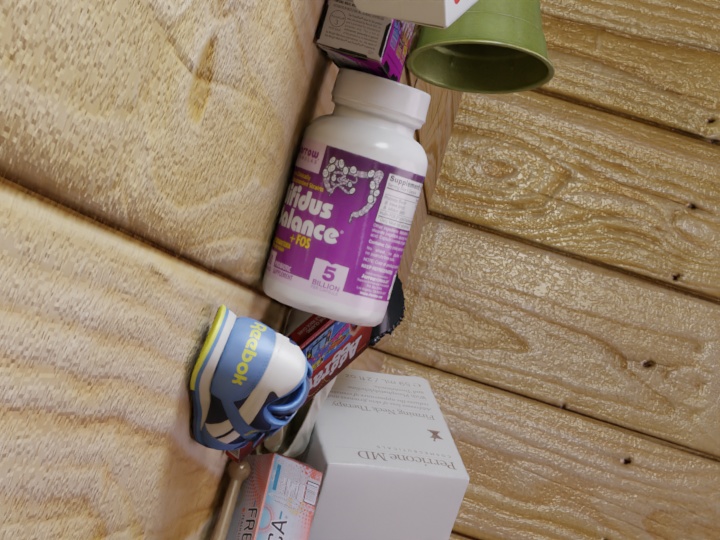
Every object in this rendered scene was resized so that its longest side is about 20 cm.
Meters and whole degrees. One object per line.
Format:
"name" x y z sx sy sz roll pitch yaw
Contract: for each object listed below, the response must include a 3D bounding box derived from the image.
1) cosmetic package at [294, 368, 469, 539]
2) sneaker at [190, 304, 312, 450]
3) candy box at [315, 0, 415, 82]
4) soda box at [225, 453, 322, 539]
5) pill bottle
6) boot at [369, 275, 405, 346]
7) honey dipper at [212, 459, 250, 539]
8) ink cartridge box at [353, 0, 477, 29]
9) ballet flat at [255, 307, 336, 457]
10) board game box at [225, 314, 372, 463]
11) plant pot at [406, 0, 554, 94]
"cosmetic package" 0.002 0.231 1.548 0.201 0.165 0.168 -113 -144 -59
"sneaker" -0.081 0.096 1.053 0.200 0.081 0.075 99 8 -69
"candy box" 0.026 -0.266 1.158 0.136 0.060 0.202 9 98 -83
"soda box" -0.098 0.276 1.304 0.068 0.063 0.202 -14 -124 49
"pill bottle" -0.007 -0.063 1.178 0.112 0.111 0.203 -19 125 -84
"boot" -0.001 0.000 1.410 0.199 0.072 0.164 -76 158 -60
"honey dipper" -0.138 0.268 1.274 0.038 0.037 0.202 94 10 -69
"ink cartridge box" 0.074 -0.291 1.036 0.200 0.082 0.148 -46 142 -40
"ballet flat" -0.066 0.119 1.424 0.070 0.069 0.202 -64 171 -62
"board game box" -0.051 0.086 1.292 0.200 0.019 0.104 -40 154 -39
"plant pot" 0.166 -0.360 1.864 0.200 0.197 0.193 80 14 -79
